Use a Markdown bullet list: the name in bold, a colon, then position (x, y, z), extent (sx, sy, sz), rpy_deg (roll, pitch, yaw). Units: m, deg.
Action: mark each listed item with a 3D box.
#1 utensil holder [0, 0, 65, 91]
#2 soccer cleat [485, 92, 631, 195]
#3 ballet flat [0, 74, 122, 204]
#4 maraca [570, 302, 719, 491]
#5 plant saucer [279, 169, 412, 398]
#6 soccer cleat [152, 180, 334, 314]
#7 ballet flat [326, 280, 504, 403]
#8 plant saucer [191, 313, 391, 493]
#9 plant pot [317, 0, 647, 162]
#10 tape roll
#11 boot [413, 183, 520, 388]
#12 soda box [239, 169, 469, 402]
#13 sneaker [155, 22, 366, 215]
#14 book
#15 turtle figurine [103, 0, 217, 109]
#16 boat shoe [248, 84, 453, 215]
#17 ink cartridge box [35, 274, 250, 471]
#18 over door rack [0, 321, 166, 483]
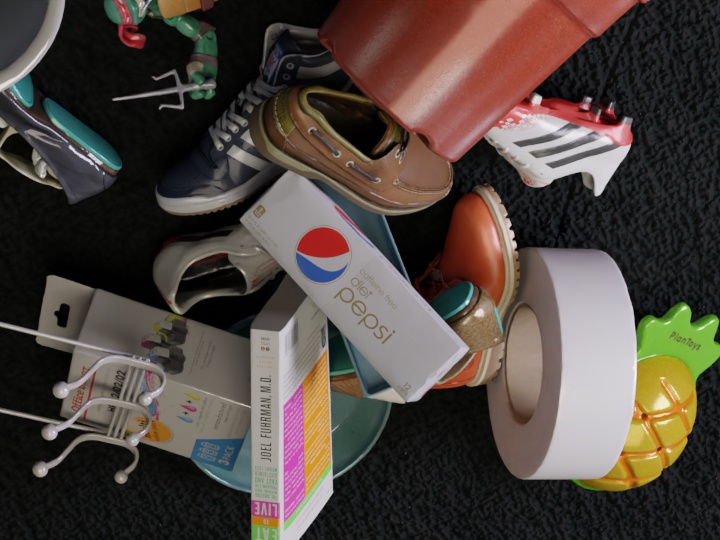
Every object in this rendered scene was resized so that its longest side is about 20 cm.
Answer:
- **utensil holder**: position (-0.300, -0.236, 1.324), extent (0.168, 0.201, 0.172), rpy_deg (-6, 121, -10)
- **soccer cleat**: position (0.136, -0.116, 1.571), extent (0.198, 0.069, 0.086), rpy_deg (10, 114, -24)
- **ballet flat**: position (-0.274, -0.124, 1.478), extent (0.073, 0.073, 0.200), rpy_deg (-37, 124, 10)
- **maraca**: position (0.260, 0.119, 1.726), extent (0.136, 0.107, 0.201), rpy_deg (18, 109, -42)
- **plant saucer**: position (0.000, 0.000, 1.537), extent (0.069, 0.019, 0.202), rpy_deg (-21, 84, -2)
- **soccer cleat**: position (-0.081, -0.021, 1.573), extent (0.198, 0.085, 0.069), rpy_deg (-21, 123, 0)
- **ballet flat**: position (0.041, 0.073, 1.592), extent (0.199, 0.068, 0.072), rpy_deg (-26, 118, 31)
- **plant saucer**: position (-0.071, 0.111, 1.684), extent (0.198, 0.036, 0.202), rpy_deg (-6, 121, -10)
- **plant pot**: position (0.082, -0.203, 1.423), extent (0.200, 0.201, 0.195), rpy_deg (38, 101, -29)
- **tape roll**: position (0.172, 0.081, 1.627), extent (0.070, 0.203, 0.204), rpy_deg (1, 120, -14)
- **boot**: position (0.076, 0.021, 1.629), extent (0.106, 0.075, 0.202), rpy_deg (-8, 122, -24)
- **soda box**: position (-0.004, 0.011, 1.489), extent (0.064, 0.068, 0.200), rpy_deg (-44, 82, 5)
- **sneaker**: position (-0.087, -0.128, 1.515), extent (0.198, 0.070, 0.109), rpy_deg (-24, 128, -6)
- **book**: position (-0.059, 0.119, 1.537), extent (0.048, 0.134, 0.202), rpy_deg (6, 110, 12)
- **turtle figurine**: position (-0.124, -0.222, 1.435), extent (0.199, 0.101, 0.150), rpy_deg (-28, 139, -14)
- **boat shoe**: position (0.009, -0.096, 1.476), extent (0.199, 0.073, 0.068), rpy_deg (13, 153, -40)
- **ink cartridge box**: position (-0.184, 0.087, 1.572), extent (0.198, 0.068, 0.115), rpy_deg (18, 143, -3)
- **over door rack**: position (-0.266, 0.098, 1.507), extent (0.198, 0.067, 0.148), rpy_deg (23, 143, -2)
